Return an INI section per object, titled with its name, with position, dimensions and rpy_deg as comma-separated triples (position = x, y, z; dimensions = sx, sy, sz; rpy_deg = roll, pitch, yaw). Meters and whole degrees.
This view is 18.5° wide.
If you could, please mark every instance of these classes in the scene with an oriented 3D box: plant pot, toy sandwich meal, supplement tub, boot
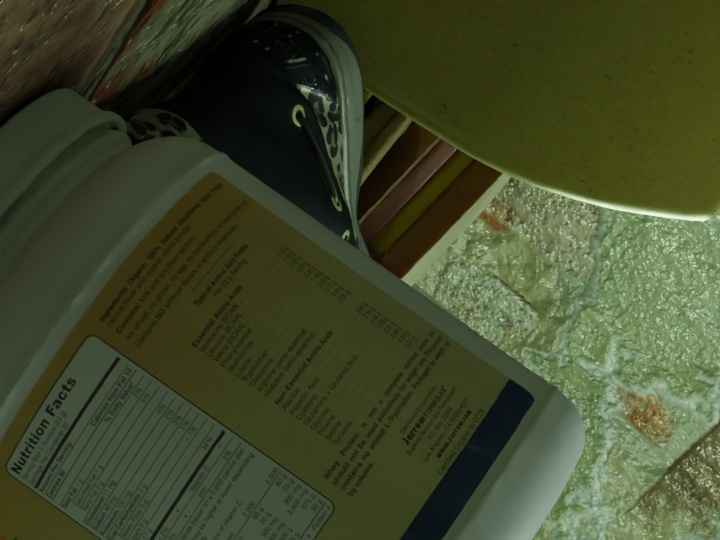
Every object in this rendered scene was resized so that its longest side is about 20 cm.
[plant pot]
position = 0.120, -0.139, 0.925
dimensions = 0.194, 0.200, 0.196
rpy_deg = -52, 175, 37
[toy sandwich meal]
position = 0.000, 0.000, 1.059
dimensions = 0.205, 0.070, 0.205
rpy_deg = -56, 177, -5
[supplement tub]
position = -0.046, 0.048, 0.694
dimensions = 0.144, 0.200, 0.144
rpy_deg = -54, 175, -7
[boot]
position = -0.051, 0.012, 0.853
dimensions = 0.154, 0.073, 0.204
rpy_deg = -39, 130, -58

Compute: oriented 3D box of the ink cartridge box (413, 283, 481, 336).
[ink cartridge box]
position = -0.001, 0.034, 1.266
dimensions = 0.067, 0.200, 0.117
rpy_deg = -49, 177, -11

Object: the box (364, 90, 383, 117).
[box]
position = -0.015, -0.080, 1.128
dimensions = 0.160, 0.049, 0.200
rpy_deg = -54, 175, 31
